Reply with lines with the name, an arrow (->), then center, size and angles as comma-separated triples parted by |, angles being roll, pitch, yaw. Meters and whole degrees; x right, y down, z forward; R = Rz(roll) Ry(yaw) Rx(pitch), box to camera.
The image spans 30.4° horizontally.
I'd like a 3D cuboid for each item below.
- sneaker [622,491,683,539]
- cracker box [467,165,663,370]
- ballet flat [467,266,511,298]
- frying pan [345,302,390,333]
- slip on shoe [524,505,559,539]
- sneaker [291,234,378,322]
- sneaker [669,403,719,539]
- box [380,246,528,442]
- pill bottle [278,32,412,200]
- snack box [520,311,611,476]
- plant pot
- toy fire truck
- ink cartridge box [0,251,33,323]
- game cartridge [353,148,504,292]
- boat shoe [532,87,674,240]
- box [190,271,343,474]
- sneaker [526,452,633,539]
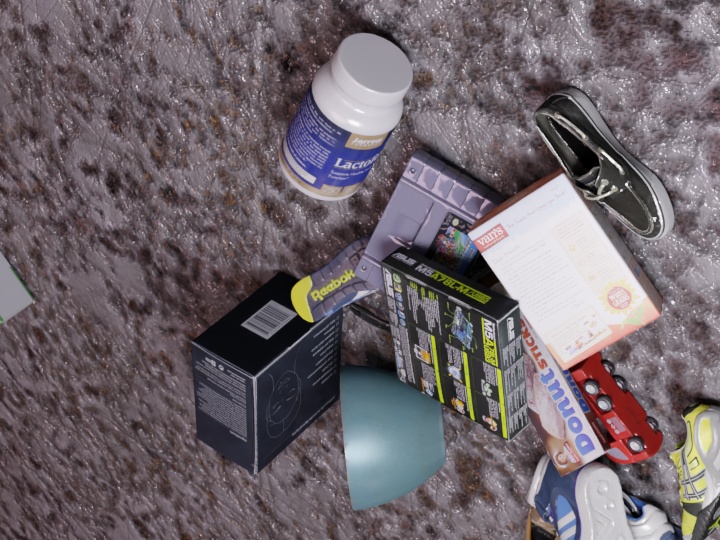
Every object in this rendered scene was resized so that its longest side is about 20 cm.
sneaker -> 0.340, 0.354, 1.752 | 0.200, 0.081, 0.147 | -11, 97, 59
cracker box -> 0.236, -0.004, 1.521 | 0.134, 0.058, 0.200 | -32, 99, 23
ballet flat -> 0.160, 0.031, 1.647 | 0.072, 0.072, 0.200 | 51, 141, -3
frying pan -> 0.068, 0.104, 1.818 | 0.190, 0.031, 0.115 | 16, 131, 37
slip on shoe -> 0.259, 0.324, 1.798 | 0.076, 0.061, 0.200 | 29, 137, 22
sneaker -> 0.000, 0.000, 1.772 | 0.200, 0.082, 0.074 | -25, 89, 30
sneaker -> 0.413, 0.242, 1.594 | 0.076, 0.075, 0.200 | 28, 126, 34
box -> 0.115, 0.089, 1.622 | 0.193, 0.048, 0.200 | 24, 139, 37
pill bottle -> -0.017, -0.184, 1.597 | 0.116, 0.116, 0.200 | 42, 140, 8
snack box -> 0.228, 0.147, 1.622 | 0.072, 0.024, 0.200 | -38, 72, 34
plant pot -> 0.048, 0.226, 1.836 | 0.135, 0.200, 0.200 | -5, 125, 2
toy fire truck -> 0.271, 0.166, 1.670 | 0.200, 0.049, 0.141 | 52, 141, -5
ink cartridge box -> -0.706, 0.038, 2.424 | 0.200, 0.084, 0.145 | -21, 106, 49
game cartridge -> 0.083, -0.039, 1.644 | 0.130, 0.038, 0.200 | 33, 127, 9
boat shoe -> 0.261, -0.106, 1.449 | 0.200, 0.064, 0.071 | 50, 140, -1
box -> -0.131, 0.145, 1.899 | 0.124, 0.200, 0.197 | 26, 135, 27
sneaker -> 0.274, 0.326, 1.691 | 0.146, 0.081, 0.200 | -170, 72, -65
